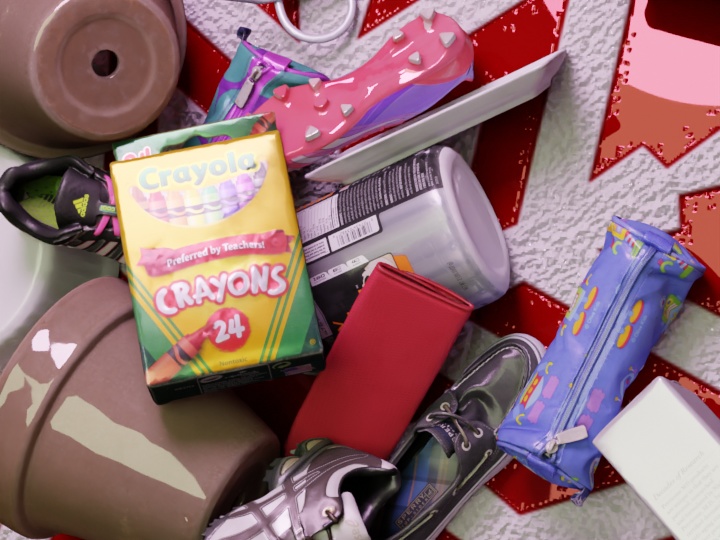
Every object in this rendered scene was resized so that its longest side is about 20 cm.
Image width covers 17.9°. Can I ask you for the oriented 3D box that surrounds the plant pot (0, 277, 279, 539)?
[{"bbox_3d":[-0.158,0.130,1.683,0.174,0.200,0.201,26,91,19],"label":"plant pot"}]

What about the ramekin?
[{"bbox_3d":[-0.301,-0.009,1.824,0.199,0.098,0.202,-4,79,22],"label":"ramekin"}]

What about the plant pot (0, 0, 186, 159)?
[{"bbox_3d":[-0.211,-0.170,1.711,0.201,0.200,0.175,-61,24,2],"label":"plant pot"}]

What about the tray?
[{"bbox_3d":[0.060,-0.109,1.693,0.199,0.107,0.022,-24,96,17],"label":"tray"}]

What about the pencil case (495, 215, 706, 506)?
[{"bbox_3d":[0.169,0.061,1.619,0.078,0.087,0.201,28,90,3],"label":"pencil case"}]

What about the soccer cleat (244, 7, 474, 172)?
[{"bbox_3d":[-0.002,-0.120,1.705,0.199,0.077,0.067,-33,55,-2],"label":"soccer cleat"}]

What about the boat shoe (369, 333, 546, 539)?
[{"bbox_3d":[0.062,0.128,1.664,0.070,0.066,0.200,44,99,23],"label":"boat shoe"}]

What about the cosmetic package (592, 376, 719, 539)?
[{"bbox_3d":[0.256,0.171,1.557,0.074,0.102,0.200,-46,66,8],"label":"cosmetic package"}]

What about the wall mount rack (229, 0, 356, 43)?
[{"bbox_3d":[-0.076,-0.273,1.765,0.173,0.075,0.201,-13,74,-9],"label":"wall mount rack"}]

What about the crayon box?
[{"bbox_3d":[-0.104,-0.018,1.614,0.126,0.051,0.201,-12,72,-2],"label":"crayon box"}]

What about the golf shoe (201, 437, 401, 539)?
[{"bbox_3d":[-0.046,0.190,1.594,0.094,0.078,0.200,0,40,38],"label":"golf shoe"}]

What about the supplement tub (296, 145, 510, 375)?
[{"bbox_3d":[0.000,0.000,1.683,0.199,0.122,0.123,-24,72,18],"label":"supplement tub"}]

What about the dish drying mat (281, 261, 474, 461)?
[{"bbox_3d":[0.010,0.078,1.650,0.076,0.018,0.200,25,128,-3],"label":"dish drying mat"}]

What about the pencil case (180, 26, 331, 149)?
[{"bbox_3d":[-0.105,-0.080,1.758,0.085,0.092,0.201,33,95,23],"label":"pencil case"}]

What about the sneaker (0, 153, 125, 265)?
[{"bbox_3d":[-0.185,-0.042,1.685,0.199,0.087,0.074,10,86,22],"label":"sneaker"}]
